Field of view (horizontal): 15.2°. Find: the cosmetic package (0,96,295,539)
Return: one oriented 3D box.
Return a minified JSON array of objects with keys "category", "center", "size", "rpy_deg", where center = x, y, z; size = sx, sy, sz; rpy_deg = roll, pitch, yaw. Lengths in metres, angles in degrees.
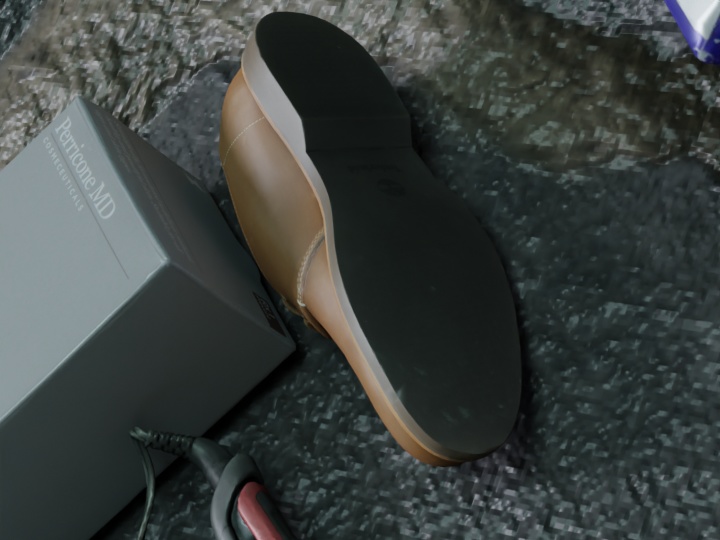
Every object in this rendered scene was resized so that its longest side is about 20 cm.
[{"category":"cosmetic package","center":[-0.133,0.045,1.015],"size":[0.200,0.090,0.107],"rpy_deg":[-46,46,11]}]

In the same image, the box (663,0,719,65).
[{"category":"box","center":[0.164,-0.145,0.811],"size":[0.105,0.200,0.184],"rpy_deg":[-54,43,33]}]

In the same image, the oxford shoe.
[{"category":"oxford shoe","center":[0.000,0.000,0.969],"size":[0.071,0.071,0.200],"rpy_deg":[-57,42,35]}]

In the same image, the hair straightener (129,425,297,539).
[{"category":"hair straightener","center":[-0.039,0.132,0.925],"size":[0.077,0.041,0.200],"rpy_deg":[-44,56,9]}]
